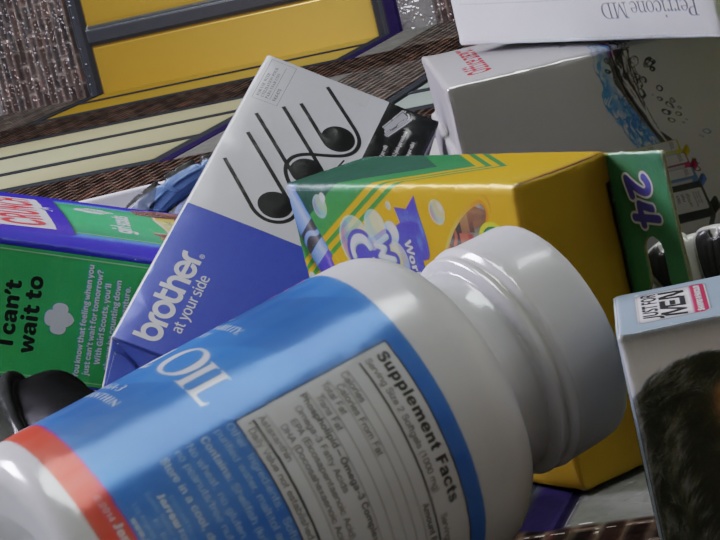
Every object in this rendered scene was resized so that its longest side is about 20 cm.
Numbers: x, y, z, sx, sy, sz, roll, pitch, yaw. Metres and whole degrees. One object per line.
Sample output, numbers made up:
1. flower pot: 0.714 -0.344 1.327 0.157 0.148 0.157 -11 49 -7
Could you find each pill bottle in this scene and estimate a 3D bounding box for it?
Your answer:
1. pill bottle: -0.015 0.064 0.755 0.200 0.112 0.112 -28 16 -25

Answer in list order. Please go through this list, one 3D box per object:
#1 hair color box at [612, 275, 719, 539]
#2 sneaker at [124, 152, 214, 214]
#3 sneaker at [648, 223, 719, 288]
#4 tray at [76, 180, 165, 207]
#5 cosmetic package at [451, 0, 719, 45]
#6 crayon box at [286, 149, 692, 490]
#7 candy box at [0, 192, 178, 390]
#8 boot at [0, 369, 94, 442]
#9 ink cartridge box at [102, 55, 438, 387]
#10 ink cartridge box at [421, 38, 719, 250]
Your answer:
1. hair color box: 0.187 0.040 0.728 0.200 0.099 0.061 -12 11 8
2. sneaker: -0.119 0.000 1.347 0.200 0.078 0.075 -33 -6 -19
3. sneaker: 0.150 0.015 0.984 0.083 0.081 0.200 -14 8 -35
4. tray: -0.176 0.012 1.397 0.200 0.107 0.022 -13 -23 -1
5. cosmetic package: 0.126 -0.216 1.090 0.123 0.200 0.199 -23 16 -30
6. crayon box: 0.054 0.017 0.946 0.052 0.126 0.200 -20 12 -32
7. candy box: -0.131 0.011 1.178 0.200 0.077 0.169 6 9 -10
8. boot: -0.059 0.073 0.912 0.158 0.079 0.211 -22 22 -10
9. ink cartridge box: -0.038 -0.009 1.085 0.094 0.044 0.200 22 49 4
10. ink cartridge box: 0.145 -0.054 1.161 0.200 0.145 0.147 -13 11 0
